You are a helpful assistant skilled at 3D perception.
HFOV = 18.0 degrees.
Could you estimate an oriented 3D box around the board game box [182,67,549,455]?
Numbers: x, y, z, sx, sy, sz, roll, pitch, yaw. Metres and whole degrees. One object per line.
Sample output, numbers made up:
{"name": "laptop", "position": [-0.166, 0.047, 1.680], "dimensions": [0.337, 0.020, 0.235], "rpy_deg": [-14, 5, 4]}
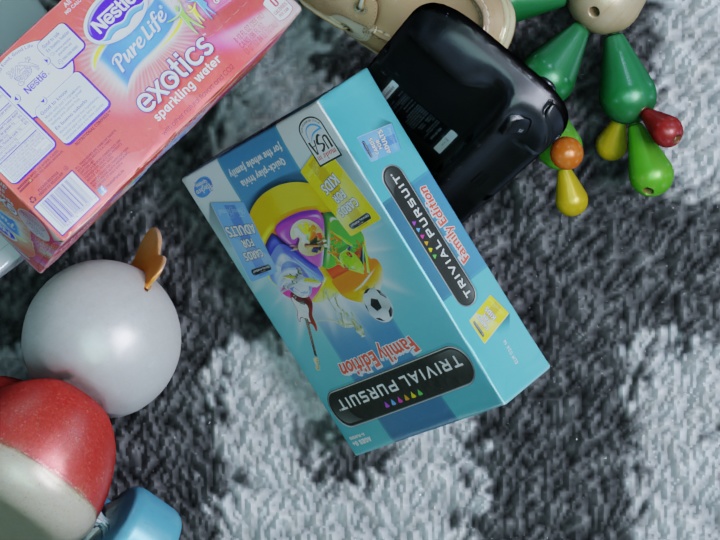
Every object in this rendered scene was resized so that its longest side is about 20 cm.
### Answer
{"name": "board game box", "position": [0.000, 0.000, 1.319], "dimensions": [0.151, 0.047, 0.200], "rpy_deg": [-25, 99, 52]}

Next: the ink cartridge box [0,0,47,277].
{"name": "ink cartridge box", "position": [-0.256, -0.087, 1.327], "dimensions": [0.200, 0.041, 0.200], "rpy_deg": [-40, 96, -20]}

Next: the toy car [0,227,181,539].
{"name": "toy car", "position": [-0.174, 0.064, 1.355], "dimensions": [0.184, 0.177, 0.200], "rpy_deg": [37, 70, -16]}

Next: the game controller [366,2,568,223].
{"name": "game controller", "position": [0.047, -0.085, 1.283], "dimensions": [0.042, 0.200, 0.104], "rpy_deg": [-42, 90, -23]}

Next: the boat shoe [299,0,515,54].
{"name": "boat shoe", "position": [-0.004, -0.167, 1.288], "dimensions": [0.200, 0.064, 0.071], "rpy_deg": [28, 100, 28]}

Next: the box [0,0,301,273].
{"name": "box", "position": [-0.143, -0.107, 1.294], "dimensions": [0.103, 0.095, 0.200], "rpy_deg": [44, 71, -4]}

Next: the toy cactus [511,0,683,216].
{"name": "toy cactus", "position": [0.118, -0.135, 1.322], "dimensions": [0.200, 0.102, 0.165], "rpy_deg": [37, 89, 8]}
